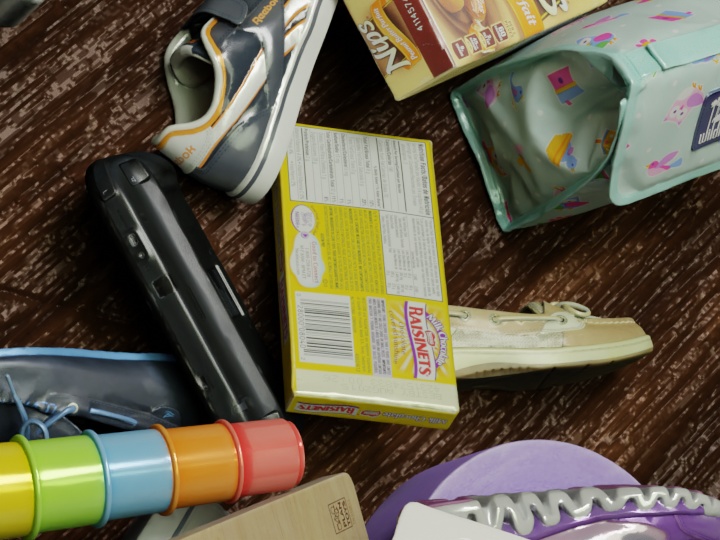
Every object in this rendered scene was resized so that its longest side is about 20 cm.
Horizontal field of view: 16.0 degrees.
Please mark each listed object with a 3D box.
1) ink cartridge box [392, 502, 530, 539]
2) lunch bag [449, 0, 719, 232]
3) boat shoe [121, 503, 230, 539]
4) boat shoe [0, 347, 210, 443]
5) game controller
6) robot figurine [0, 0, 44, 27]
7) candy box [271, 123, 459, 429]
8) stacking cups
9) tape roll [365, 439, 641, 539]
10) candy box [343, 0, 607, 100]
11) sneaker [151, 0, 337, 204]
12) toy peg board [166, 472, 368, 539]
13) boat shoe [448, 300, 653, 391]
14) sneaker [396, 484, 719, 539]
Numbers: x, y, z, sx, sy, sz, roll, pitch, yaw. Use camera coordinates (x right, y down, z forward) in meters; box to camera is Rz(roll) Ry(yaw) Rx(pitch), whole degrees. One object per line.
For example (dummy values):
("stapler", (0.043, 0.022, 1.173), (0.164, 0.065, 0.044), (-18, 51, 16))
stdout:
("ink cartridge box", (0.044, 0.230, 1.363), (0.117, 0.067, 0.200), (18, 47, 5))
("lunch bag", (0.180, -0.110, 1.582), (0.170, 0.200, 0.122), (-19, 86, -28))
("boat shoe", (-0.128, 0.209, 1.437), (0.065, 0.074, 0.200), (35, 67, -9))
("boat shoe", (-0.171, 0.084, 1.439), (0.199, 0.084, 0.069), (-3, 66, -23))
("game controller", (-0.095, 0.020, 1.488), (0.042, 0.104, 0.200), (-28, 89, 9))
("robot figurine", (-0.203, -0.245, 1.485), (0.169, 0.113, 0.201), (14, 73, -26))
("candy box", (0.000, 0.000, 1.527), (0.102, 0.026, 0.200), (9, 53, -18))
("stacking cups", (-0.127, 0.115, 1.383), (0.200, 0.060, 0.061), (-2, 79, -26))
("tape roll", (0.095, 0.206, 1.535), (0.199, 0.085, 0.201), (6, 76, -23))
("candy box", (0.064, -0.187, 1.585), (0.200, 0.055, 0.116), (-28, 91, -53))
("sneaker", (-0.066, -0.146, 1.546), (0.079, 0.078, 0.200), (23, 68, -19))
("toy peg board", (-0.069, 0.234, 1.399), (0.199, 0.098, 0.201), (-16, 91, -58))
("boat shoe", (0.085, 0.039, 1.578), (0.200, 0.073, 0.063), (-4, 77, -16))
("sneaker", (0.119, 0.168, 1.469), (0.200, 0.080, 0.089), (-4, 84, -19))
